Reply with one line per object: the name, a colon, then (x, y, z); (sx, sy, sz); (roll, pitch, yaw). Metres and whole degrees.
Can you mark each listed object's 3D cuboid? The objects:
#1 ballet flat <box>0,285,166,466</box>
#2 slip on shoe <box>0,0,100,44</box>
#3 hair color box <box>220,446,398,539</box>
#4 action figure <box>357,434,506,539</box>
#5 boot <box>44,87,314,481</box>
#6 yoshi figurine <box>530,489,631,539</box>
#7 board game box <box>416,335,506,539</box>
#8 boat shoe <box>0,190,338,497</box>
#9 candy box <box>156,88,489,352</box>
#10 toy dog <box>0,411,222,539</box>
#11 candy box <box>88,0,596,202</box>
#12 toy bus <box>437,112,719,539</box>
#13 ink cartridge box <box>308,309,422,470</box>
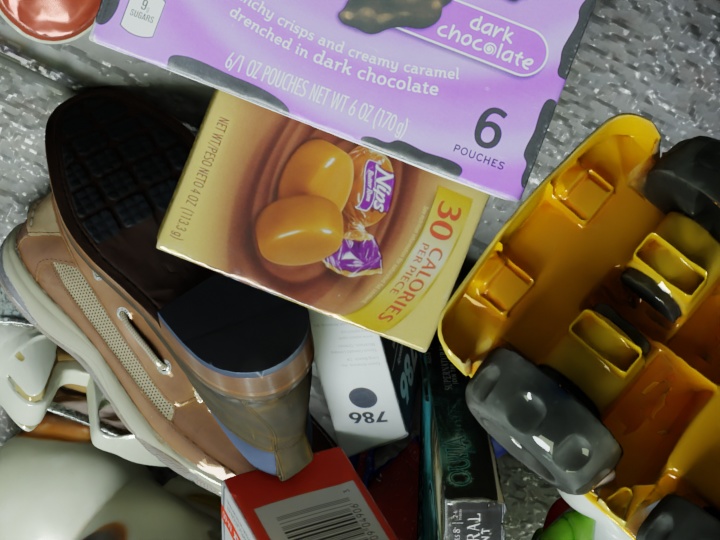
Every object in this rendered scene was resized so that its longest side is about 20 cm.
ballet flat: (-0.136, 0.054, 1.187); (0.200, 0.072, 0.072); (20, 134, -3)
slip on shoe: (-0.116, -0.165, 0.981); (0.074, 0.061, 0.200); (21, 136, -7)
hair color box: (-0.017, 0.194, 1.085); (0.064, 0.111, 0.200); (-15, 130, -18)
action figure: (0.048, 0.069, 1.164); (0.200, 0.099, 0.065); (-42, 110, 16)
boot: (-0.081, 0.007, 1.065); (0.075, 0.200, 0.097); (-26, 141, -13)
yoshi figurine: (0.120, 0.132, 1.066); (0.112, 0.112, 0.200); (18, 116, 15)
board game box: (0.042, 0.148, 1.078); (0.028, 0.135, 0.200); (-1, 118, -3)
boat shoe: (-0.083, 0.033, 1.120); (0.200, 0.076, 0.072); (40, 122, 6)
candy box: (0.008, -0.081, 0.948); (0.117, 0.056, 0.200); (22, 92, -5)
toy dog: (-0.122, 0.161, 1.214); (0.194, 0.200, 0.140); (15, 108, -52)
candy box: (0.013, -0.148, 0.880); (0.167, 0.072, 0.200); (20, 93, -4)
toy bus: (0.134, 0.058, 0.914); (0.200, 0.136, 0.192); (40, 172, 9)
ink cartridge box: (0.000, 0.000, 1.078); (0.039, 0.100, 0.200); (-2, 133, 13)
